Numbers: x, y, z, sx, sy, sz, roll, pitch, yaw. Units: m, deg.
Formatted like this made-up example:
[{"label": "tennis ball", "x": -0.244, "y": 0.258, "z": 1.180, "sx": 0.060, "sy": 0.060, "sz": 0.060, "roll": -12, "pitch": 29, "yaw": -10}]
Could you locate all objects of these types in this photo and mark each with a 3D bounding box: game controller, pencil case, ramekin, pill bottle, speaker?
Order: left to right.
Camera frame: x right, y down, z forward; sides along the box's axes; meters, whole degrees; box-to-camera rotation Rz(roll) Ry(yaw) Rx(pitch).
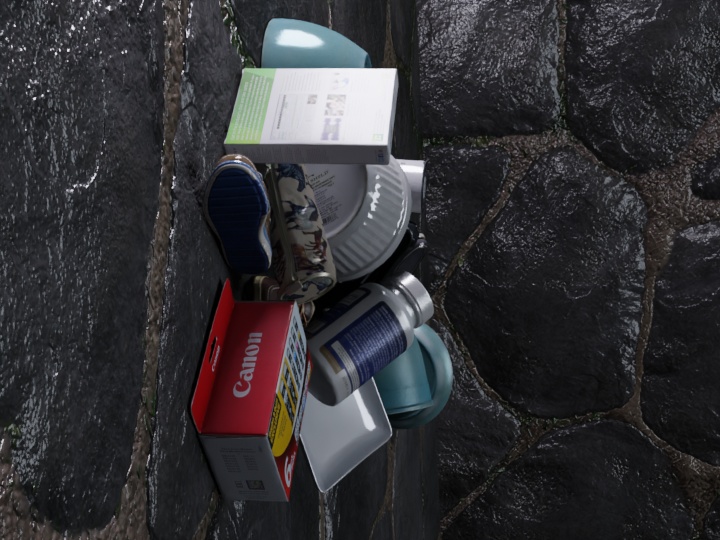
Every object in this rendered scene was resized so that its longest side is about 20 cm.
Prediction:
[{"label": "pencil case", "x": -0.087, "y": -0.055, "z": 1.375, "sx": 0.089, "sy": 0.078, "sz": 0.201, "roll": 20, "pitch": 50, "yaw": -55}, {"label": "ramekin", "x": -0.041, "y": -0.095, "z": 1.476, "sx": 0.105, "sy": 0.199, "sz": 0.202, "roll": 34, "pitch": 54, "yaw": -62}, {"label": "game controller", "x": 0.000, "y": 0.000, "z": 1.578, "sx": 0.104, "sy": 0.200, "sz": 0.042, "roll": 12, "pitch": 40, "yaw": -40}, {"label": "speaker", "x": 0.001, "y": -0.136, "z": 1.705, "sx": 0.081, "sy": 0.198, "sz": 0.082, "roll": 4, "pitch": 90, "yaw": -83}, {"label": "pill bottle", "x": 0.003, "y": 0.088, "z": 1.532, "sx": 0.200, "sy": 0.111, "sz": 0.111, "roll": -36, "pitch": 141, "yaw": -23}]

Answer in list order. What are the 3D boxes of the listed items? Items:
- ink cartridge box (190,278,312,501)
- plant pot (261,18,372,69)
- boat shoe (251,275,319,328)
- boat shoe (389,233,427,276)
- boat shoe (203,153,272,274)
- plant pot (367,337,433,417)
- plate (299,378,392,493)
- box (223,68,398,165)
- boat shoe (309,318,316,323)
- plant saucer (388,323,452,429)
[{"label": "ink cartridge box", "x": -0.122, "y": 0.136, "z": 1.286, "sx": 0.176, "sy": 0.083, "sz": 0.201, "roll": 79, "pitch": 14, "yaw": -46}, {"label": "plant pot", "x": -0.053, "y": -0.261, "z": 1.583, "sx": 0.200, "sy": 0.134, "sz": 0.202, "roll": -1, "pitch": 90, "yaw": -81}, {"label": "boat shoe", "x": -0.097, "y": 0.046, "z": 1.479, "sx": 0.200, "sy": 0.071, "sz": 0.073, "roll": 37, "pitch": 52, "yaw": -78}, {"label": "boat shoe", "x": 0.050, "y": 0.033, "z": 1.653, "sx": 0.072, "sy": 0.063, "sz": 0.200, "roll": -2, "pitch": 134, "yaw": -50}, {"label": "boat shoe", "x": -0.140, "y": -0.077, "z": 1.271, "sx": 0.200, "sy": 0.072, "sz": 0.073, "roll": 93, "pitch": -3, "yaw": -57}, {"label": "plant pot", "x": 0.007, "y": 0.137, "z": 1.793, "sx": 0.200, "sy": 0.199, "sz": 0.189, "roll": 11, "pitch": 71, "yaw": -80}, {"label": "plate", "x": -0.045, "y": 0.192, "z": 1.607, "sx": 0.199, "sy": 0.032, "sz": 0.201, "roll": -30, "pitch": 102, "yaw": -52}, {"label": "box", "x": -0.057, "y": -0.191, "z": 1.355, "sx": 0.036, "sy": 0.198, "sz": 0.145, "roll": 85, "pitch": 10, "yaw": -49}, {"label": "boat shoe", "x": -0.081, "y": 0.001, "z": 1.657, "sx": 0.073, "sy": 0.062, "sz": 0.202, "roll": -17, "pitch": 104, "yaw": -64}, {"label": "plant saucer", "x": 0.059, "y": 0.176, "z": 1.889, "sx": 0.027, "sy": 0.199, "sz": 0.202, "roll": -20, "pitch": 109, "yaw": -67}]
